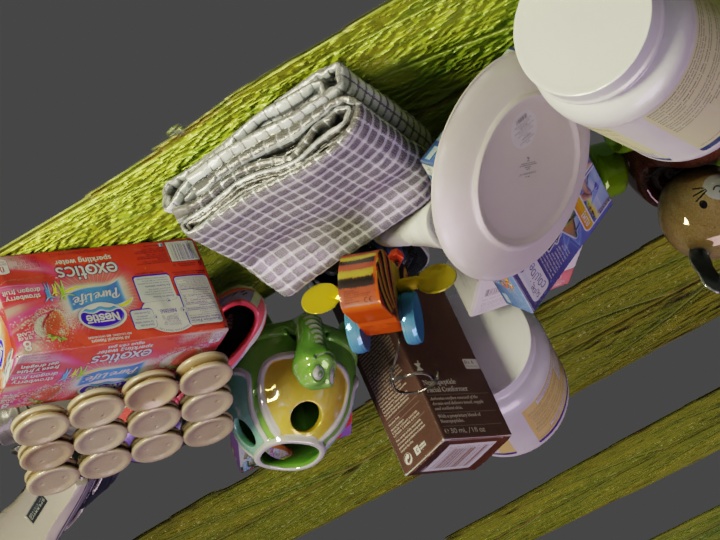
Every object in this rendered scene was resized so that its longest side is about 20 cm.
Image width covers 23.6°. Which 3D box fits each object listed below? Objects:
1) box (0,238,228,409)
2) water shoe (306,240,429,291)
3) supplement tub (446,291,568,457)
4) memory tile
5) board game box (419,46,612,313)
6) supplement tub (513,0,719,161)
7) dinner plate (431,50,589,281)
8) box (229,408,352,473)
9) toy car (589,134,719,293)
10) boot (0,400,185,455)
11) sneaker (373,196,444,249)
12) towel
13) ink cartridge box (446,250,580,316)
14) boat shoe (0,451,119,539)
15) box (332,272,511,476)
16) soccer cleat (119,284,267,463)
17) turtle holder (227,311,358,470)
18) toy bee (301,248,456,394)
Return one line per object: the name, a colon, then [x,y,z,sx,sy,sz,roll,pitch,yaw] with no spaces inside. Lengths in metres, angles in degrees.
box: [-0.229,0.045,1.485,0.199,0.100,0.096,-7,149,-33]
water shoe: [0.000,0.000,1.619,0.071,0.079,0.200,-39,151,29]
supplement tub: [0.144,0.111,1.878,0.145,0.146,0.200,-26,154,5]
memory tile: [-0.209,0.137,1.534,0.199,0.017,0.154,-16,150,-12]
board game box: [0.140,-0.076,1.495,0.136,0.034,0.200,-52,135,-19]
supplement tub: [0.227,-0.177,1.403,0.145,0.145,0.200,-37,152,24]
dinner plate: [0.135,-0.086,1.444,0.200,0.024,0.201,-18,116,-41]
box: [-0.077,0.147,1.877,0.136,0.039,0.200,-18,153,-12]
toy car: [0.328,-0.073,1.623,0.164,0.201,0.158,-15,153,-18]
boot: [-0.270,0.145,1.694,0.131,0.070,0.200,-29,143,17]
sneaker: [0.092,-0.086,1.561,0.200,0.074,0.115,-36,-160,-31]
towel: [-0.045,-0.070,1.442,0.200,0.086,0.165,-33,152,18]
ink cartridge box: [0.158,-0.042,1.690,0.116,0.068,0.200,-18,155,-14]
boat shoe: [-0.319,0.250,1.796,0.200,0.075,0.093,-49,164,29]
box: [0.061,0.101,1.723,0.100,0.201,0.075,0,143,-42]
soccer cleat: [-0.161,0.096,1.601,0.200,0.068,0.073,-49,-175,-2]
turtle holder: [-0.058,0.115,1.677,0.141,0.132,0.185,23,143,-38]
toy bee: [0.013,0.022,1.510,0.130,0.109,0.200,-1,154,-8]
